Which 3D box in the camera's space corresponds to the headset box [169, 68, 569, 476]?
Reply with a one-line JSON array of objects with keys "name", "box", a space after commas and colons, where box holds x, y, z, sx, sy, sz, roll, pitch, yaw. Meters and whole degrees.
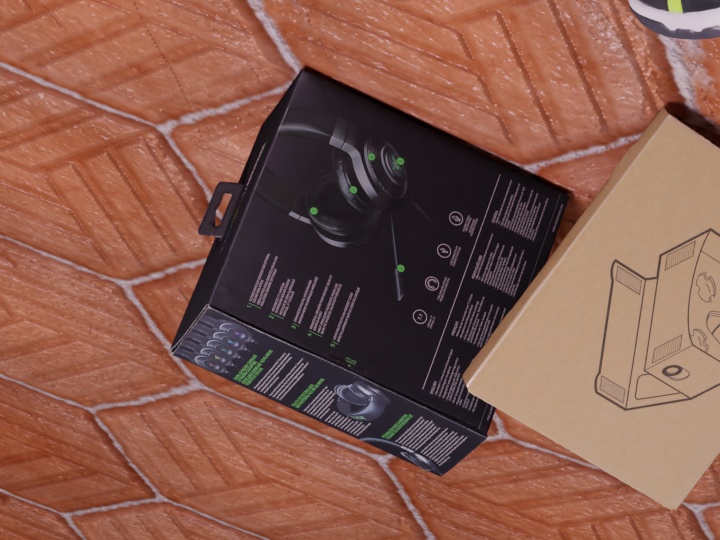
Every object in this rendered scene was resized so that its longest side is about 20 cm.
[{"name": "headset box", "box": [0.000, 0.000, 1.772, 0.199, 0.175, 0.093, 24, 154, -9]}]

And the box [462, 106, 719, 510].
[{"name": "box", "box": [0.180, 0.026, 1.708, 0.163, 0.200, 0.021, 31, -166, -22]}]

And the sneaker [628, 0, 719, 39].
[{"name": "sneaker", "box": [0.207, -0.174, 1.443, 0.200, 0.072, 0.083, -11, 116, 45]}]
